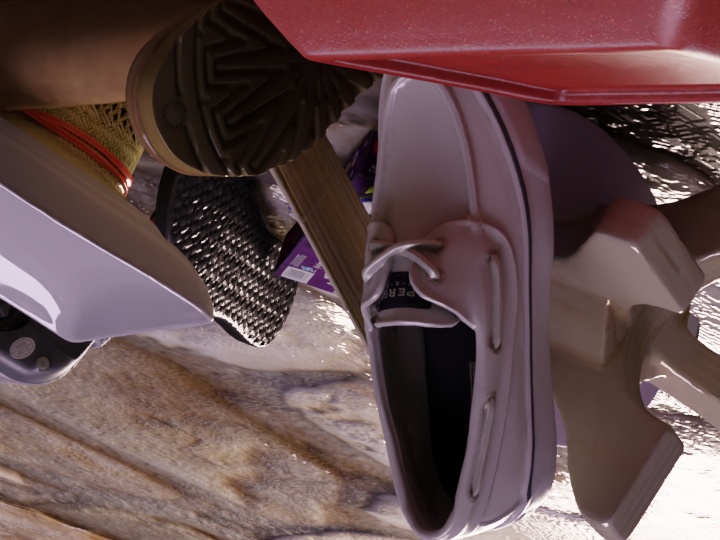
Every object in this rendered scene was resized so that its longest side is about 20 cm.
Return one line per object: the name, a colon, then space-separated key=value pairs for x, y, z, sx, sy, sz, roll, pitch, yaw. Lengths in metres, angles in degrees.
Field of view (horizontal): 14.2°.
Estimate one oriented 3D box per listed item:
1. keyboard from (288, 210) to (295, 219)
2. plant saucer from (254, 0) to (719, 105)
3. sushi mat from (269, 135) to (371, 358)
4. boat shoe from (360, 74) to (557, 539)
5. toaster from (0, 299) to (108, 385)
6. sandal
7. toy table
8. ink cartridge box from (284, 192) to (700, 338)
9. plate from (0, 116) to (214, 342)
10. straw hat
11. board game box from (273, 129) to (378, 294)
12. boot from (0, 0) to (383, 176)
keyboard: x=0.034 y=0.012 z=1.439 sx=0.056 sy=0.011 sz=0.200 roll=5 pitch=160 yaw=31
plant saucer: x=0.088 y=-0.084 z=1.019 sx=0.199 sy=0.037 sz=0.200 roll=2 pitch=179 yaw=39
sushi mat: x=0.000 y=0.000 z=1.212 sx=0.012 sy=0.201 sz=0.096 roll=-25 pitch=-166 yaw=13
boat shoe: x=0.030 y=0.008 z=1.132 sx=0.072 sy=0.201 sz=0.066 roll=5 pitch=-166 yaw=36
toaster: x=-0.214 y=-0.025 z=1.444 sx=0.200 sy=0.114 sz=0.129 roll=40 pitch=159 yaw=-16
sandal: x=-0.079 y=-0.010 z=1.467 sx=0.045 sy=0.075 sz=0.200 roll=22 pitch=168 yaw=18
toy table: x=0.111 y=0.016 z=1.215 sx=0.117 sy=0.185 sz=0.200 roll=21 pitch=172 yaw=42
ink cartridge box: x=0.064 y=-0.001 z=1.324 sx=0.094 sy=0.037 sz=0.200 roll=-6 pitch=153 yaw=40
plate: x=-0.168 y=-0.036 z=1.236 sx=0.200 sy=0.032 sz=0.199 roll=34 pitch=165 yaw=-17
straw hat: x=-0.142 y=-0.071 z=1.302 sx=0.200 sy=0.085 sz=0.201 roll=27 pitch=164 yaw=8
board game box: x=0.035 y=-0.014 z=1.416 sx=0.120 sy=0.032 sz=0.200 roll=22 pitch=163 yaw=-8
boot: x=-0.089 y=-0.081 z=1.130 sx=0.199 sy=0.066 sz=0.175 roll=0 pitch=-161 yaw=40
